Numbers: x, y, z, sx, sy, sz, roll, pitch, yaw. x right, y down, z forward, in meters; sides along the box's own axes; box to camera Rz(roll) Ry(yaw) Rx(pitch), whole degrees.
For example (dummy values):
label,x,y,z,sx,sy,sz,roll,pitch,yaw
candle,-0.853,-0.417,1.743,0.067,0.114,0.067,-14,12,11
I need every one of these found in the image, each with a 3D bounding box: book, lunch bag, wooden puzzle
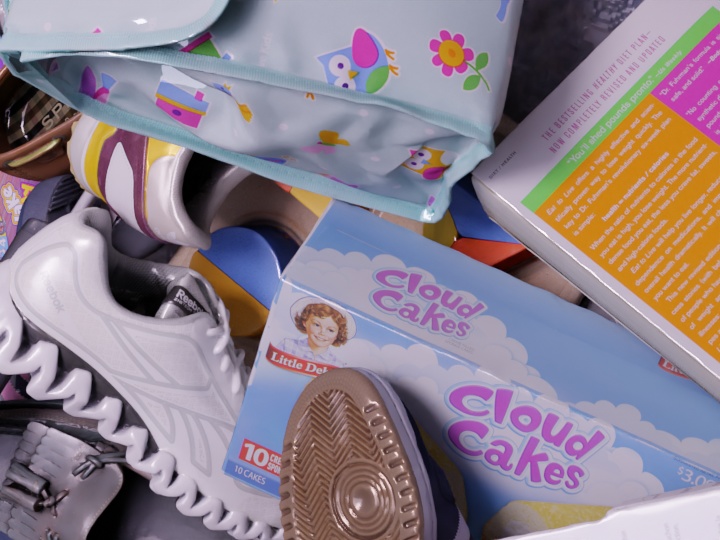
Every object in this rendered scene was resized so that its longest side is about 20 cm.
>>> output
label,x,y,z,sx,sy,sz,roll,pitch,yaw
book,0.164,-0.019,0.979,0.200,0.048,0.134,41,82,23
lunch bag,-0.035,-0.132,0.988,0.200,0.122,0.171,16,70,-8
wooden puzzle,0.000,0.000,1.110,0.185,0.046,0.200,40,114,22

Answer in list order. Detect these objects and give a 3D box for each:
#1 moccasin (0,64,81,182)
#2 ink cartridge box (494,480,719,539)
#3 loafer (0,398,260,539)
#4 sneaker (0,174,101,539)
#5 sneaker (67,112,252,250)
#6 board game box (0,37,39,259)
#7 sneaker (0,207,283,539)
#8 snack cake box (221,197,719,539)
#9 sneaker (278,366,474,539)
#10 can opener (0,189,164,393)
label,x,y,z,sx,sy,sz,roll,pitch,yaw
moccasin,-0.119,-0.120,1.152,0.201,0.078,0.074,-39,73,28
ink cartridge box,0.121,0.186,0.918,0.173,0.044,0.200,-13,87,16
loafer,-0.106,0.113,1.135,0.200,0.063,0.072,18,103,3
sneaker,-0.169,0.051,1.205,0.082,0.070,0.200,4,95,29
sneaker,-0.044,-0.101,1.080,0.090,0.075,0.200,33,93,38
board game box,-0.244,-0.058,1.257,0.158,0.039,0.200,-21,84,32
sneaker,-0.079,0.050,1.083,0.200,0.075,0.081,39,108,-23
snack cake box,0.053,0.067,1.017,0.200,0.067,0.115,24,130,7
sneaker,0.038,0.131,0.990,0.070,0.108,0.200,-20,85,38
can opener,-0.136,0.006,1.132,0.067,0.053,0.200,32,79,-7
